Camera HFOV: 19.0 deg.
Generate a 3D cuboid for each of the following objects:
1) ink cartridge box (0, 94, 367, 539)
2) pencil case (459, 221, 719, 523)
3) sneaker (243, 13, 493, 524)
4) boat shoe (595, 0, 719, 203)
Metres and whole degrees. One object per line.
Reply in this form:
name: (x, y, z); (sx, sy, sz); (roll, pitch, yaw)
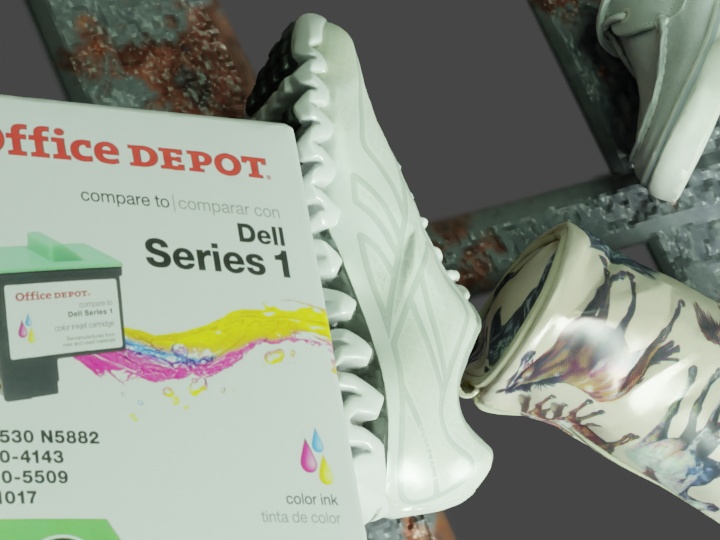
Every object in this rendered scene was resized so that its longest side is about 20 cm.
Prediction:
ink cartridge box: (-0.086, 0.047, 0.730); (0.144, 0.084, 0.201); (4, 63, -30)
pencil case: (0.132, 0.057, 0.865); (0.200, 0.078, 0.090); (28, 81, -16)
sneaker: (0.000, 0.000, 0.815); (0.081, 0.075, 0.201); (0, 73, -25)
boat shoe: (0.142, -0.119, 0.979); (0.068, 0.072, 0.200); (17, 61, 2)
